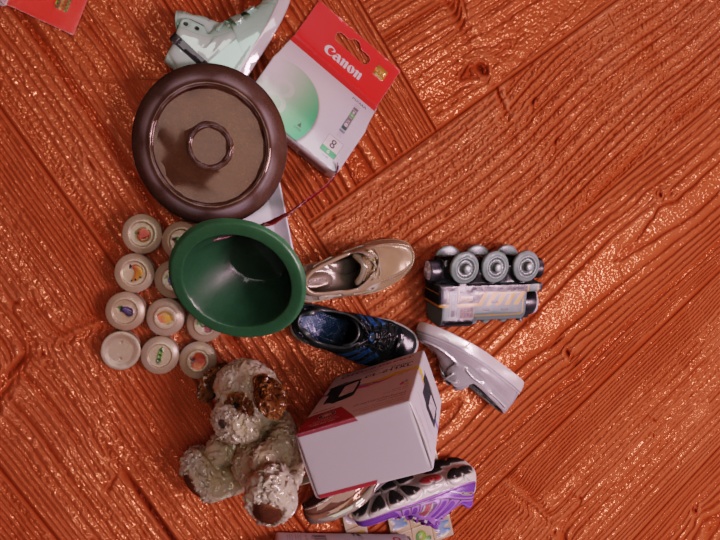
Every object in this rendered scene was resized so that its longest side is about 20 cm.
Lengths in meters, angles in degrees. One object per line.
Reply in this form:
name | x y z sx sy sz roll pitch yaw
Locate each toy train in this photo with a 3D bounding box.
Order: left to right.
toy train | 0.185 0.023 0.861 0.195 0.085 0.117 -1 102 -18

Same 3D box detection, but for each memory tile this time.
memory tile | -0.248 0.036 0.747 0.150 0.017 0.205 11 94 -15

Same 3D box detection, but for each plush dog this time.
plush dog | -0.133 0.196 0.731 0.159 0.197 0.176 -24 108 -48

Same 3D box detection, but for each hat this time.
hat | -0.130 -0.030 0.764 0.195 0.177 0.169 0 121 6

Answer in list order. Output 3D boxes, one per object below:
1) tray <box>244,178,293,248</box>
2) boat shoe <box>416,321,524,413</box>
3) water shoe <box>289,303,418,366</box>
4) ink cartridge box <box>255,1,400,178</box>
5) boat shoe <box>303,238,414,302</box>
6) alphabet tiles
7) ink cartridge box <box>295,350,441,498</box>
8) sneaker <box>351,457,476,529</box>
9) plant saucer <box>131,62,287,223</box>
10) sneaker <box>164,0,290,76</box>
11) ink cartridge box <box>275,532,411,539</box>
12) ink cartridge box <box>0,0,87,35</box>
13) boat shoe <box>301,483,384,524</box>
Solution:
tray | -0.159 -0.104 0.772 0.105 0.022 0.205 -12 99 -8
boat shoe | 0.156 0.148 0.858 0.198 0.072 0.069 35 80 -23
water shoe | -0.003 0.097 0.800 0.196 0.079 0.073 13 86 -16
ink cartridge box | -0.047 -0.261 0.808 0.160 0.050 0.202 36 82 -13
boat shoe | 0.000 0.000 0.803 0.196 0.065 0.074 -14 92 -25
alphabet tiles | 0.046 0.324 0.850 0.164 0.008 0.205 -14 94 -16
ink cartridge box | 0.020 0.185 0.725 0.143 0.200 0.084 -19 95 13
sneaker | 0.082 0.336 0.819 0.195 0.080 0.086 -7 97 -17
plant saucer | -0.190 -0.158 0.727 0.195 0.032 0.205 -2 102 -11
sneaker | -0.175 -0.328 0.753 0.117 0.074 0.203 33 83 -20
ink cartridge box | -0.015 0.417 0.753 0.195 0.147 0.085 7 89 -12
ink cartridge box | -0.410 -0.423 0.704 0.170 0.043 0.204 20 84 -14
boat shoe | -0.001 0.273 0.800 0.198 0.075 0.073 -28 94 -24
